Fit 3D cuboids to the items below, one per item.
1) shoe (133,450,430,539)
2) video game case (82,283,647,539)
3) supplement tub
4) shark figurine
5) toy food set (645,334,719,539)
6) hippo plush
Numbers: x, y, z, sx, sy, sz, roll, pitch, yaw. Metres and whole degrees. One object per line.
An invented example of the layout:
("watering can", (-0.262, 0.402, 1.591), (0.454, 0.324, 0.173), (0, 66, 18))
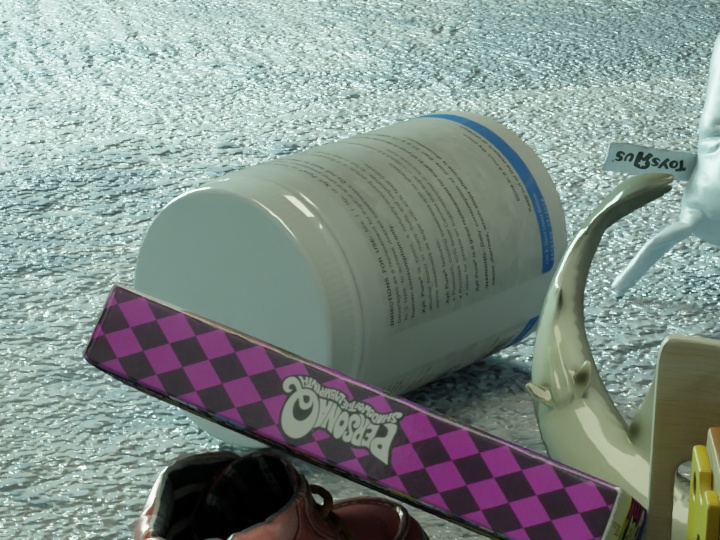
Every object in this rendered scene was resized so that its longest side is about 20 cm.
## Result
("shoe", (-0.025, 0.107, 0.883), (0.071, 0.091, 0.200), (10, 20, 24))
("video game case", (0.012, 0.068, 0.883), (0.199, 0.036, 0.181), (21, -5, 15))
("supplement tub", (0.000, 0.000, 1.145), (0.132, 0.133, 0.200), (16, 22, 36))
("shark figurine", (0.113, 0.064, 1.016), (0.128, 0.215, 0.089), (-23, -29, 16))
("toy food set", (0.111, 0.121, 0.771), (0.060, 0.144, 0.200), (1, 19, 2))
("hippo plush", (0.257, -0.076, 1.286), (0.199, 0.160, 0.161), (-3, -4, -18))
